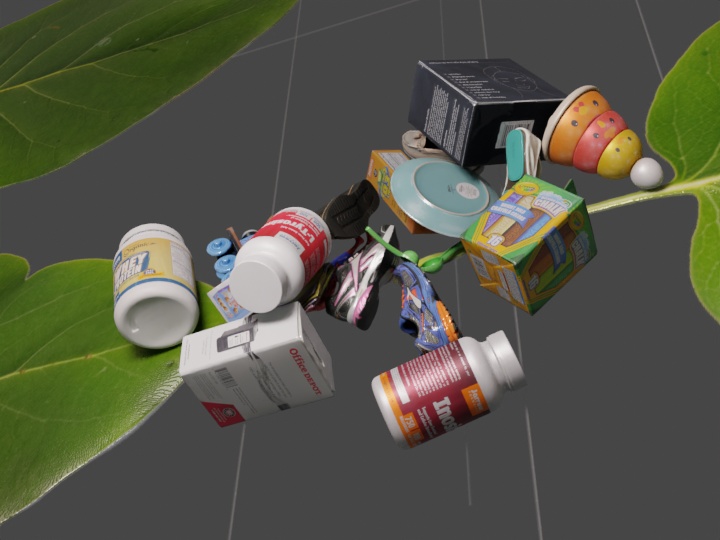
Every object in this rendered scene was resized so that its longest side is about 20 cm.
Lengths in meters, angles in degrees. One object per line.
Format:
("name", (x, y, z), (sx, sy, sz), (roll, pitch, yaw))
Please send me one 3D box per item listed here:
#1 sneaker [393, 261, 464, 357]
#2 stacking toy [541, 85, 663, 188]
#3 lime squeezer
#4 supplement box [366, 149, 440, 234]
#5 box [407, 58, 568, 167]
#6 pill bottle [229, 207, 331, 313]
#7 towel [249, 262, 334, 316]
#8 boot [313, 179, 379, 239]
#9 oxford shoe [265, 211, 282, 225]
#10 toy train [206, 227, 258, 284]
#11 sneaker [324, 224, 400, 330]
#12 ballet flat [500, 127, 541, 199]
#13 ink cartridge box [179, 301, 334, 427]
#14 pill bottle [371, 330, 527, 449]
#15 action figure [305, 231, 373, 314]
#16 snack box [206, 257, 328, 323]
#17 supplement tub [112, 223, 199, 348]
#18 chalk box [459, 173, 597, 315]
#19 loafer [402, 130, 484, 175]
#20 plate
("sneaker", (0.089, 0.058, 1.555), (0.078, 0.075, 0.200), (-30, 40, 1))
("stacking toy", (0.412, -0.199, 1.629), (0.200, 0.146, 0.146), (37, 70, 28))
("lime squeezer", (0.099, -0.029, 1.621), (0.200, 0.071, 0.038), (3, 21, -23))
("supplement box", (0.080, -0.140, 1.748), (0.069, 0.067, 0.200), (-3, 33, -24))
("box", (0.220, -0.279, 1.731), (0.200, 0.124, 0.197), (-7, 35, -26))
("pill bottle", (-0.125, -0.015, 1.535), (0.112, 0.112, 0.200), (-8, 21, 21))
("towel", (-0.128, 0.064, 1.612), (0.200, 0.023, 0.144), (-34, 16, 23))
("boot", (-0.056, -0.078, 1.724), (0.138, 0.078, 0.200), (-27, 6, 28))
("oxford shoe", (-0.121, -0.070, 1.764), (0.071, 0.071, 0.200), (-59, 21, 13))
("toy train", (-0.196, -0.004, 1.761), (0.114, 0.087, 0.200), (-23, 39, -9))
("sneaker", (0.000, 0.000, 1.641), (0.086, 0.080, 0.200), (12, 52, 20))
("ballet flat", (0.269, -0.134, 1.638), (0.069, 0.069, 0.200), (3, 84, 30))
("ink cartridge box", (-0.155, 0.147, 1.534), (0.200, 0.145, 0.083), (-17, 41, 11))
("pill bottle", (0.126, 0.163, 1.396), (0.200, 0.113, 0.113), (-25, 41, 3))
("action figure", (-0.051, 0.007, 1.694), (0.065, 0.052, 0.200), (5, 52, 48))
("snack box", (-0.155, 0.009, 1.660), (0.200, 0.072, 0.024), (-35, 5, 1))
("supplement tub", (-0.365, 0.025, 1.768), (0.144, 0.145, 0.200), (-23, 41, 4))
("chalk box", (0.276, -0.055, 1.531), (0.200, 0.125, 0.124), (-42, 43, -14))
("loafer", (0.146, -0.229, 1.821), (0.072, 0.063, 0.200), (-43, 44, -16))
("plate", (0.148, -0.131, 1.667), (0.200, 0.026, 0.200), (11, 42, -10))
